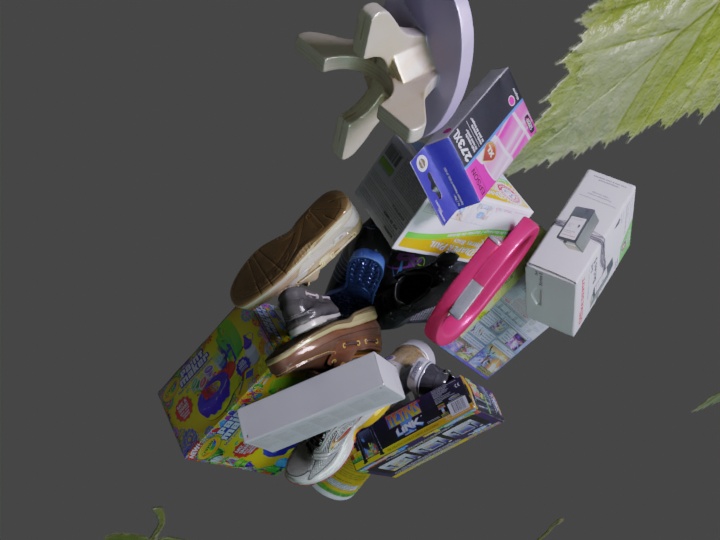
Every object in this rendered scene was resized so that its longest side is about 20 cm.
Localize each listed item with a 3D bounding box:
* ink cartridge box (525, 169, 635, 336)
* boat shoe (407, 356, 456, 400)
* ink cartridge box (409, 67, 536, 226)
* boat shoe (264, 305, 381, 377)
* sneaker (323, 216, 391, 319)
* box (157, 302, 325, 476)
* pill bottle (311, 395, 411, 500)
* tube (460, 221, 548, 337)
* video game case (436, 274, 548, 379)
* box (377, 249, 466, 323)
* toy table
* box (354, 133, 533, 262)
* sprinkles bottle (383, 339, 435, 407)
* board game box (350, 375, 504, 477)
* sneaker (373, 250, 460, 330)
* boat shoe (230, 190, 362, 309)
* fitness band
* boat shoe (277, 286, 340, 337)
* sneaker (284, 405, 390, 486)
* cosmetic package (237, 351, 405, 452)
[{"bbox_3d":[0.330,-0.025,1.452,0.201,0.083,0.146,-53,151,-25],"label":"ink cartridge box"},{"bbox_3d":[0.125,0.181,1.482,0.070,0.066,0.200,-62,159,-12],"label":"boat shoe"},{"bbox_3d":[0.140,-0.152,1.171,0.200,0.037,0.095,-48,121,-31],"label":"ink cartridge box"},{"bbox_3d":[-0.038,0.103,1.243,0.072,0.068,0.199,-24,177,41],"label":"boat shoe"},{"bbox_3d":[0.000,0.000,1.318,0.069,0.079,0.200,22,149,-7],"label":"sneaker"},{"bbox_3d":[-0.138,0.167,1.355,0.200,0.122,0.192,-47,141,16],"label":"box"},{"bbox_3d":[-0.003,0.271,1.580,0.110,0.111,0.201,10,125,-43],"label":"pill bottle"},{"bbox_3d":[0.209,0.014,1.462,0.200,0.052,0.058,-45,100,-7],"label":"tube"},{"bbox_3d":[0.226,0.080,1.594,0.181,0.046,0.200,-42,142,9],"label":"video game case"},{"bbox_3d":[0.088,0.017,1.429,0.198,0.036,0.144,-2,132,-37],"label":"box"},{"bbox_3d":[0.030,-0.214,1.029,0.117,0.183,0.202,-29,138,-34],"label":"toy table"},{"bbox_3d":[0.112,-0.088,1.264,0.199,0.113,0.102,8,128,-43],"label":"box"},{"bbox_3d":[0.048,0.165,1.466,0.068,0.068,0.200,-55,167,27],"label":"sprinkles bottle"},{"bbox_3d":[0.097,0.233,1.423,0.199,0.057,0.165,-30,157,13],"label":"board game box"},{"bbox_3d":[0.065,0.029,1.294,0.198,0.061,0.104,-23,163,31],"label":"sneaker"},{"bbox_3d":[-0.077,-0.013,1.239,0.199,0.074,0.069,-40,137,7],"label":"boat shoe"},{"bbox_3d":[0.155,0.013,1.239,0.201,0.037,0.144,-52,166,6],"label":"fitness band"},{"bbox_3d":[-0.068,0.047,1.267,0.066,0.058,0.200,-23,178,3],"label":"boat shoe"},{"bbox_3d":[-0.043,0.205,1.317,0.082,0.078,0.201,28,102,-46],"label":"sneaker"},{"bbox_3d":[-0.050,0.169,1.232,0.198,0.051,0.083,-24,156,13],"label":"cosmetic package"}]
